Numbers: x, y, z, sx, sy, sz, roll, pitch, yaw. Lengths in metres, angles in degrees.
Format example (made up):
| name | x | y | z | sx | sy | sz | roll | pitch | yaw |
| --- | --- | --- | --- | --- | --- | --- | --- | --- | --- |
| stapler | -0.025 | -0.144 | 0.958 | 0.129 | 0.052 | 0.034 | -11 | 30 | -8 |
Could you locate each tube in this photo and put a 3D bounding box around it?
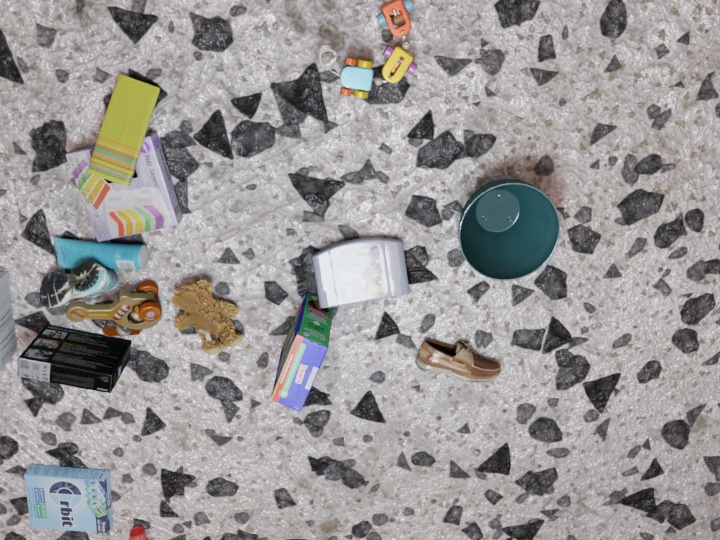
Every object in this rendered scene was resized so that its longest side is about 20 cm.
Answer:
| name | x | y | z | sx | sy | sz | roll | pitch | yaw |
| --- | --- | --- | --- | --- | --- | --- | --- | --- | --- |
| tube | -0.557 | -0.032 | 1.505 | 0.197 | 0.051 | 0.079 | 3 | 115 | 4 |

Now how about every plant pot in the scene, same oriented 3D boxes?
| name | x | y | z | sx | sy | sz | roll | pitch | yaw |
| --- | --- | --- | --- | --- | --- | --- | --- | --- | --- |
| plant pot | 0.288 | -0.100 | 1.426 | 0.197 | 0.135 | 0.203 | 0 | 114 | -1 |

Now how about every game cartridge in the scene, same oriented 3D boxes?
| name | x | y | z | sx | sy | sz | roll | pitch | yaw |
| --- | --- | --- | --- | --- | --- | --- | --- | --- | --- |
| game cartridge | 0.000 | 0.000 | 1.508 | 0.197 | 0.042 | 0.135 | -10 | 106 | -1 |

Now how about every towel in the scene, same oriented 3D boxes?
| name | x | y | z | sx | sy | sz | roll | pitch | yaw |
| --- | --- | --- | --- | --- | --- | --- | --- | --- | --- |
| towel | -0.459 | -0.272 | 1.371 | 0.085 | 0.018 | 0.203 | 19 | 91 | -4 |

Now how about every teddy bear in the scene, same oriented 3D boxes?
| name | x | y | z | sx | sy | sz | roll | pitch | yaw |
| --- | --- | --- | --- | --- | --- | --- | --- | --- | --- |
| teddy bear | -0.338 | 0.104 | 1.562 | 0.144 | 0.067 | 0.200 | -32 | 117 | 23 |

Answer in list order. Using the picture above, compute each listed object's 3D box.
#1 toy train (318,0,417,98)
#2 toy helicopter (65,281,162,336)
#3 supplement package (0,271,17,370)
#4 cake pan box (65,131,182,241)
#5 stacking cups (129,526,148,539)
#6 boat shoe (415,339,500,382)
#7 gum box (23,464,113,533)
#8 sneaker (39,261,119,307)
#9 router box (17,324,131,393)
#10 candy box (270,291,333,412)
| name | x | y | z | sx | sy | sz | roll | pitch | yaw |
| --- | --- | --- | --- | --- | --- | --- | --- | --- | --- |
| toy train | 0.025 | -0.418 | 1.331 | 0.198 | 0.056 | 0.151 | -29 | 110 | 9 |
| toy helicopter | -0.530 | 0.096 | 1.520 | 0.197 | 0.079 | 0.133 | 3 | 132 | -27 |
| supplement package | -0.832 | 0.112 | 1.531 | 0.112 | 0.110 | 0.203 | 5 | 114 | -3 |
| cake pan box | -0.479 | -0.174 | 1.438 | 0.181 | 0.052 | 0.203 | -10 | 113 | 2 |
| stacking cups | -0.573 | 0.765 | 1.857 | 0.059 | 0.061 | 0.203 | -6 | 110 | 2 |
| boat shoe | 0.225 | 0.201 | 1.595 | 0.197 | 0.076 | 0.073 | 9 | 112 | -6 |
| gum box | -0.732 | 0.576 | 1.774 | 0.197 | 0.045 | 0.172 | 5 | 114 | -1 |
| sneaker | -0.607 | 0.041 | 1.519 | 0.197 | 0.086 | 0.079 | -12 | 72 | 25 |
| router box | -0.621 | 0.192 | 1.546 | 0.197 | 0.150 | 0.052 | 12 | 114 | -5 |
| candy box | -0.123 | 0.170 | 1.509 | 0.076 | 0.201 | 0.171 | 21 | 112 | -9 |
